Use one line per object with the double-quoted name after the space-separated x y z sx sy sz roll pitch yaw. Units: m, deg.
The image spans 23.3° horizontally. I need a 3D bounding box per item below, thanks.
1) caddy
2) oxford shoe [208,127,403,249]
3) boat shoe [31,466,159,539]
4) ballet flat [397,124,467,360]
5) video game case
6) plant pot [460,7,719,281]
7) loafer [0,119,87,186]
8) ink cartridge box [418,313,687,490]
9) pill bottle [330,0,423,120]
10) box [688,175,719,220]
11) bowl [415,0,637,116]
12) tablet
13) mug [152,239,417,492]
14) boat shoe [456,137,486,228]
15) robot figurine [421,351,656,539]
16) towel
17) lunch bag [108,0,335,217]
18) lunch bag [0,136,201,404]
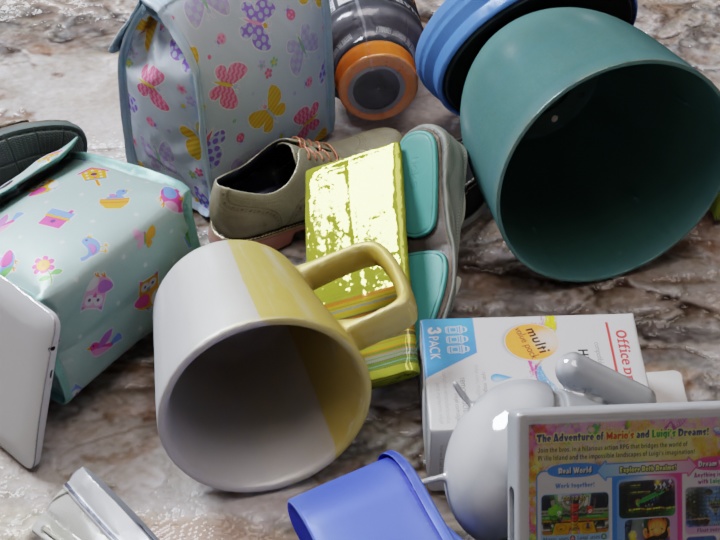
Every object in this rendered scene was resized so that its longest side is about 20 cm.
0.033 0.206 1.081 0.105 0.141 0.200 -19 45 -12 "caddy"
-0.037 -0.079 1.447 0.200 0.074 0.071 -30 50 -29 "oxford shoe"
-0.147 0.213 1.139 0.070 0.071 0.200 -46 58 -6 "boat shoe"
0.056 -0.014 1.358 0.067 0.064 0.200 -5 72 35 "ballet flat"
0.187 0.173 1.083 0.200 0.182 0.024 -1 2 -15 "video game case"
0.170 -0.118 1.402 0.200 0.201 0.161 -14 39 -14 "plant pot"
-0.328 -0.085 1.463 0.200 0.072 0.063 -27 42 -24 "loafer"
0.145 0.093 1.258 0.200 0.068 0.115 -2 42 -2 "ink cartridge box"
0.001 -0.222 1.583 0.106 0.106 0.200 -6 43 -6 "pill bottle"
0.361 -0.102 1.489 0.200 0.048 0.122 -6 41 -5 "box"
0.145 -0.200 1.494 0.200 0.201 0.039 -17 63 -17 "bowl"
-0.293 0.044 1.273 0.200 0.130 0.014 31 31 30 "tablet"
-0.067 0.055 1.263 0.186 0.150 0.153 1 31 -18 "mug"
0.045 -0.063 1.438 0.074 0.060 0.200 33 52 32 "boat shoe"
0.140 0.140 1.145 0.200 0.113 0.170 21 70 -9 "robot figurine"
0.000 0.000 1.329 0.086 0.018 0.200 -15 59 21 "towel"
-0.115 -0.177 1.464 0.127 0.200 0.170 29 50 29 "lunch bag"
-0.244 -0.013 1.344 0.200 0.122 0.170 24 48 34 "lunch bag"
